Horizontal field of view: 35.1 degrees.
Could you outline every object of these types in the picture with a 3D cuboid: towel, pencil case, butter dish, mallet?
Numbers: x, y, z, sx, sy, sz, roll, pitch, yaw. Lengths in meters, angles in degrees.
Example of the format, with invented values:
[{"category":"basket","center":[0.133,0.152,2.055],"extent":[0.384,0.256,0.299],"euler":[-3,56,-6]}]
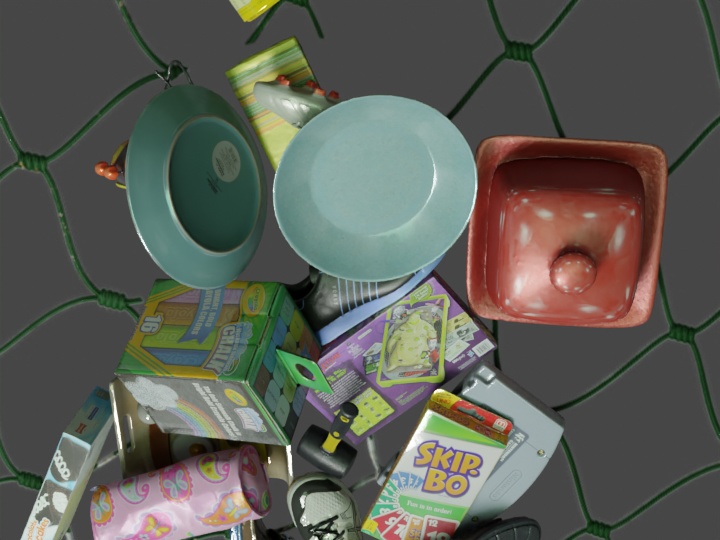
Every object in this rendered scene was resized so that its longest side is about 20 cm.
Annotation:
[{"category":"towel","center":[-0.060,-0.135,1.180],"extent":[0.086,0.018,0.201],"euler":[-22,106,17]},{"category":"pencil case","center":[-0.199,0.253,1.253],"extent":[0.199,0.088,0.088],"euler":[-18,107,15]},{"category":"butter dish","center":[0.204,-0.020,1.122],"extent":[0.198,0.148,0.202],"euler":[4,110,5]},{"category":"mallet","center":[-0.018,0.180,1.210],"extent":[0.066,0.200,0.041],"euler":[33,66,-3]}]

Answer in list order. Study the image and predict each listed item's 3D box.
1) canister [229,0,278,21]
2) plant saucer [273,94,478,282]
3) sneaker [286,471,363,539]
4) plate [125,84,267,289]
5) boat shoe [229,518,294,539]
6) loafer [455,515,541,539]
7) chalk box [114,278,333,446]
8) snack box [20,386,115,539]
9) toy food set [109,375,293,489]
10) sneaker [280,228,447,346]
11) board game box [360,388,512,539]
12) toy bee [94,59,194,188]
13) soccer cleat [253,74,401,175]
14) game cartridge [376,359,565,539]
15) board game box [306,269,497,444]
[{"category":"canister","center":[-0.111,-0.356,1.069],"extent":[0.148,0.087,0.201],"euler":[-32,105,16]},{"category":"plant saucer","center":[0.013,-0.083,1.111],"extent":[0.199,0.039,0.202],"euler":[-3,121,-5]},{"category":"sneaker","center":[-0.020,0.320,1.287],"extent":[0.075,0.088,0.201],"euler":[-25,113,-3]},{"category":"plate","center":[-0.149,-0.083,1.114],"extent":[0.025,0.200,0.202],"euler":[-5,112,36]},{"category":"boat shoe","center":[-0.106,0.339,1.330],"extent":[0.072,0.072,0.201],"euler":[-8,120,2]},{"category":"loafer","center":[0.110,0.318,1.255],"extent":[0.199,0.063,0.072],"euler":[-24,119,-30]},{"category":"chalk box","center":[-0.122,0.092,1.161],"extent":[0.198,0.124,0.125],"euler":[2,143,22]},{"category":"snack box","center":[-0.334,0.242,1.289],"extent":[0.037,0.116,0.201],"euler":[25,110,-3]},{"category":"toy food set","center":[-0.175,0.184,1.281],"extent":[0.198,0.060,0.145],"euler":[-2,109,7]},{"category":"sneaker","center":[0.000,0.000,1.192],"extent":[0.199,0.070,0.078],"euler":[-36,110,18]},{"category":"board game box","center":[0.083,0.227,1.248],"extent":[0.095,0.030,0.201],"euler":[25,113,-2]},{"category":"toy bee","center":[-0.217,-0.095,1.161],"extent":[0.131,0.108,0.201],"euler":[-7,105,55]},{"category":"soccer cleat","center":[-0.018,-0.133,1.132],"extent":[0.199,0.069,0.078],"euler":[19,103,-16]},{"category":"game cartridge","center":[0.127,0.205,1.262],"extent":[0.133,0.042,0.200],"euler":[35,115,-11]},{"category":"board game box","center":[0.034,0.095,1.229],"extent":[0.199,0.032,0.120],"euler":[-36,122,16]}]
